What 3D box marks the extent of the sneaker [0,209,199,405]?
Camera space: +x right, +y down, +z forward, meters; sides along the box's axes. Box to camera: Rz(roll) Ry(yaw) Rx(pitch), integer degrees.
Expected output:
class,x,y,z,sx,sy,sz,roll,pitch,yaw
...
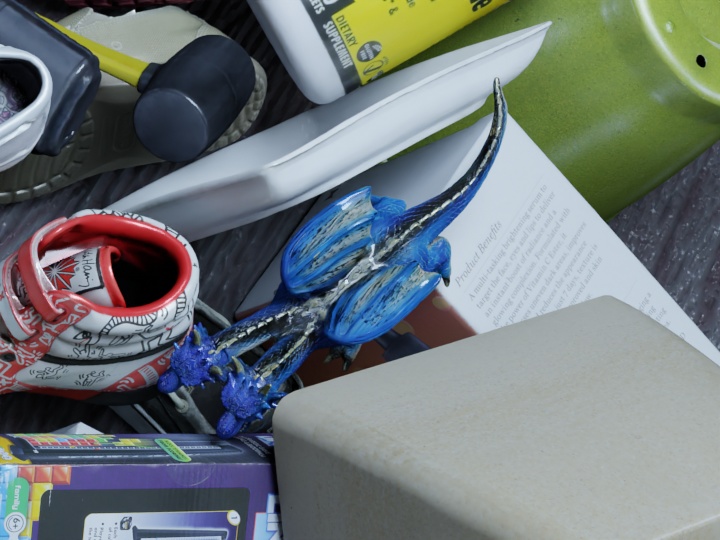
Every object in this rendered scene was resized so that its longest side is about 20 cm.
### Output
class,x,y,z,sx,sy,sz,roll,pitch,yaw
sneaker,-0.169,0.018,1.103,0.201,0.108,0.067,-2,62,-18

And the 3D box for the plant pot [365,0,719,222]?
class,x,y,z,sx,sy,sz,roll,pitch,yaw
plant pot,0.130,-0.124,1.354,0.200,0.193,0.201,12,69,-35

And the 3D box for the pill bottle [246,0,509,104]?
class,x,y,z,sx,sy,sz,roll,pitch,yaw
pill bottle,0.036,-0.176,1.243,0.200,0.112,0.113,-30,97,-2

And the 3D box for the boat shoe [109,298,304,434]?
class,x,y,z,sx,sy,sz,roll,pitch,yaw
boat shoe,-0.054,0.079,1.234,0.200,0.064,0.071,41,56,-22

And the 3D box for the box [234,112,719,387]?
class,x,y,z,sx,sy,sz,roll,pitch,yaw
box,0.066,0.041,1.281,0.200,0.152,0.106,46,56,-17

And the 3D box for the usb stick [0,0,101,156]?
class,x,y,z,sx,sy,sz,roll,pitch,yaw
usb stick,-0.203,-0.122,1.132,0.200,0.056,0.033,34,22,11

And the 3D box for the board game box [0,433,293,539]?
class,x,y,z,sx,sy,sz,roll,pitch,yaw
board game box,-0.099,0.173,1.114,0.165,0.057,0.201,2,100,-28

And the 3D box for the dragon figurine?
class,x,y,z,sx,sy,sz,roll,pitch,yaw
dragon figurine,0.000,0.000,1.120,0.059,0.200,0.099,50,8,3

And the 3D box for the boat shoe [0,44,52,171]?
class,x,y,z,sx,sy,sz,roll,pitch,yaw
boat shoe,-0.220,-0.050,1.036,0.200,0.069,0.072,-11,79,-21

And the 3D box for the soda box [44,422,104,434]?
class,x,y,z,sx,sy,sz,roll,pitch,yaw
soda box,-0.077,0.146,1.198,0.200,0.064,0.068,30,60,-28

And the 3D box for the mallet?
class,x,y,z,sx,sy,sz,roll,pitch,yaw
mallet,-0.148,-0.104,1.149,0.200,0.041,0.066,19,35,1

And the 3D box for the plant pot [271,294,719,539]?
class,x,y,z,sx,sy,sz,roll,pitch,yaw
plant pot,0.100,0.143,1.093,0.199,0.177,0.201,-16,109,-33

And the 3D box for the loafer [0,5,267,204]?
class,x,y,z,sx,sy,sz,roll,pitch,yaw
loafer,-0.145,-0.084,1.211,0.200,0.076,0.068,-8,44,-30

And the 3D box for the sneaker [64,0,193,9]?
class,x,y,z,sx,sy,sz,roll,pitch,yaw
sneaker,-0.119,-0.172,1.205,0.200,0.080,0.075,23,64,-69

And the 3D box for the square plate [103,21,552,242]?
class,x,y,z,sx,sy,sz,roll,pitch,yaw
square plate,-0.031,-0.055,1.204,0.198,0.200,0.029,-29,99,-40
